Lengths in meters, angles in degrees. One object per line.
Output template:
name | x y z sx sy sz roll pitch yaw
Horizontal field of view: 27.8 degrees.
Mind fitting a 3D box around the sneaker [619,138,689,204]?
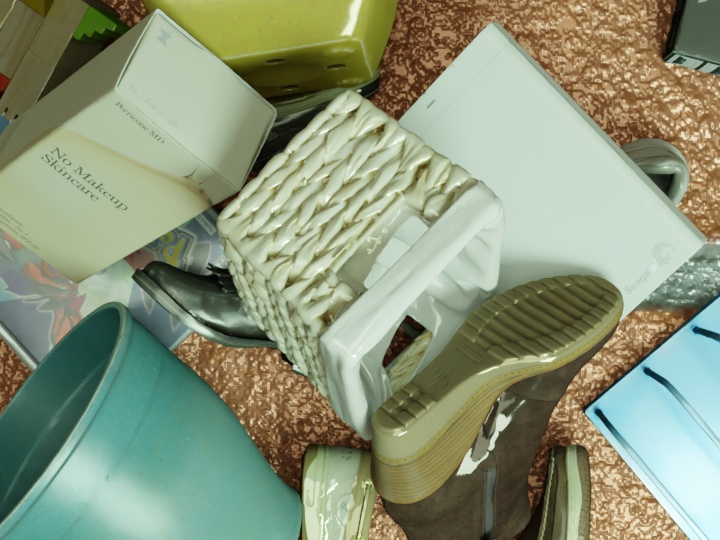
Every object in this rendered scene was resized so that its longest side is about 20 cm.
sneaker | 0.144 -0.028 1.021 0.200 0.087 0.075 -38 91 5

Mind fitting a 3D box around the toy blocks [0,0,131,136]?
toy blocks | -0.273 -0.168 1.047 0.199 0.100 0.137 36 102 13

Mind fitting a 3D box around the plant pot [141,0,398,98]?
plant pot | -0.063 -0.223 0.962 0.193 0.196 0.202 -8 82 4

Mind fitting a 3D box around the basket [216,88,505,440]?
basket | 0.000 0.000 0.905 0.123 0.200 0.136 41 77 16

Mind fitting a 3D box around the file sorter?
file sorter | 0.278 0.091 0.997 0.200 0.123 0.139 -40 89 3

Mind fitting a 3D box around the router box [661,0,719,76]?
router box | 0.315 -0.227 1.023 0.156 0.052 0.201 15 92 3

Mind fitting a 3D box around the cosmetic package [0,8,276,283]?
cosmetic package | -0.158 -0.073 0.937 0.103 0.199 0.073 39 52 -23

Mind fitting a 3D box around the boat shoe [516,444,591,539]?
boat shoe | 0.121 0.223 1.034 0.074 0.075 0.204 5 92 8

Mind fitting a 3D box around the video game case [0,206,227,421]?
video game case | -0.203 -0.017 1.074 0.182 0.023 0.200 -43 89 3

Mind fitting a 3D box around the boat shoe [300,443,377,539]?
boat shoe | -0.009 0.225 1.041 0.066 0.074 0.202 -1 96 1

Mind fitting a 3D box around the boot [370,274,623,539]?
boot | 0.096 0.106 0.966 0.199 0.167 0.072 -32 45 -14

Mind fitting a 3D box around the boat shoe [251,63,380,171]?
boat shoe | -0.076 -0.102 1.046 0.200 0.072 0.066 -23 128 -11

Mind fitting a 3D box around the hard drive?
hard drive | 0.114 -0.048 0.976 0.200 0.026 0.132 47 113 5

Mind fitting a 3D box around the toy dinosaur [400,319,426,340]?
toy dinosaur | 0.060 0.120 1.046 0.102 0.077 0.201 17 101 18

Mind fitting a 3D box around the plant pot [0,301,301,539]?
plant pot | -0.149 0.157 0.988 0.188 0.200 0.200 38 93 -19

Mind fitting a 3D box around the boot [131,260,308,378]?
boot | -0.045 -0.023 1.033 0.199 0.069 0.175 23 92 -23
